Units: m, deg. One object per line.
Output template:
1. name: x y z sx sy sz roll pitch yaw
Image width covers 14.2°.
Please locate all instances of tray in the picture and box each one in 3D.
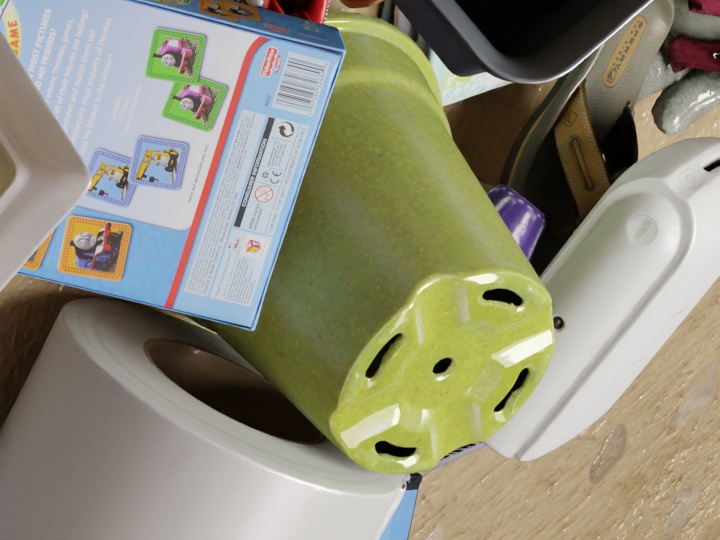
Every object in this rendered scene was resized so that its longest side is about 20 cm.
1. tray: -0.208 -0.008 1.295 0.200 0.107 0.022 -47 147 19

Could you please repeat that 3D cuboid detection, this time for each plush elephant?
1. plush elephant: 0.253 -0.139 1.750 0.200 0.155 0.165 -14 130 -44

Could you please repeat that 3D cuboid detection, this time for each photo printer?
1. photo printer: 0.152 0.009 1.664 0.200 0.069 0.166 -53 167 20

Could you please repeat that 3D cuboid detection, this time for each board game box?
1. board game box: -0.125 -0.065 1.350 0.200 0.037 0.151 13 114 -13

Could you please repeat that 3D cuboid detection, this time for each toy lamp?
1. toy lamp: 0.031 0.039 1.618 0.200 0.058 0.058 -52 147 1

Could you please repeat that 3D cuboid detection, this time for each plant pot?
1. plant pot: 0.000 0.000 1.497 0.200 0.184 0.201 -21 138 -20

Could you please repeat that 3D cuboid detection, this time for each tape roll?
1. tape roll: -0.096 0.121 1.508 0.203 0.203 0.139 11 109 -54

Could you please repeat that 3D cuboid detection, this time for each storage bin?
1. storage bin: 0.035 -0.174 1.347 0.146 0.200 0.134 -41 -177 -12

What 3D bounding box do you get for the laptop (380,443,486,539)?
1. laptop: 0.016 0.163 1.755 0.200 0.116 0.187 -26 163 33

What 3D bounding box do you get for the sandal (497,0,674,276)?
1. sandal: 0.137 -0.074 1.667 0.082 0.055 0.200 25 94 -55

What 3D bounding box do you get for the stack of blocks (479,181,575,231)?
1. stack of blocks: 0.053 0.006 1.720 0.200 0.059 0.115 15 107 -55

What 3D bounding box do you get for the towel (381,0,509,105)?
1. towel: 0.093 -0.190 1.606 0.171 0.048 0.200 -18 133 -41

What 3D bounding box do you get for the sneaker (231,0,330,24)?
1. sneaker: -0.090 -0.094 1.407 0.067 0.108 0.202 17 106 -55
